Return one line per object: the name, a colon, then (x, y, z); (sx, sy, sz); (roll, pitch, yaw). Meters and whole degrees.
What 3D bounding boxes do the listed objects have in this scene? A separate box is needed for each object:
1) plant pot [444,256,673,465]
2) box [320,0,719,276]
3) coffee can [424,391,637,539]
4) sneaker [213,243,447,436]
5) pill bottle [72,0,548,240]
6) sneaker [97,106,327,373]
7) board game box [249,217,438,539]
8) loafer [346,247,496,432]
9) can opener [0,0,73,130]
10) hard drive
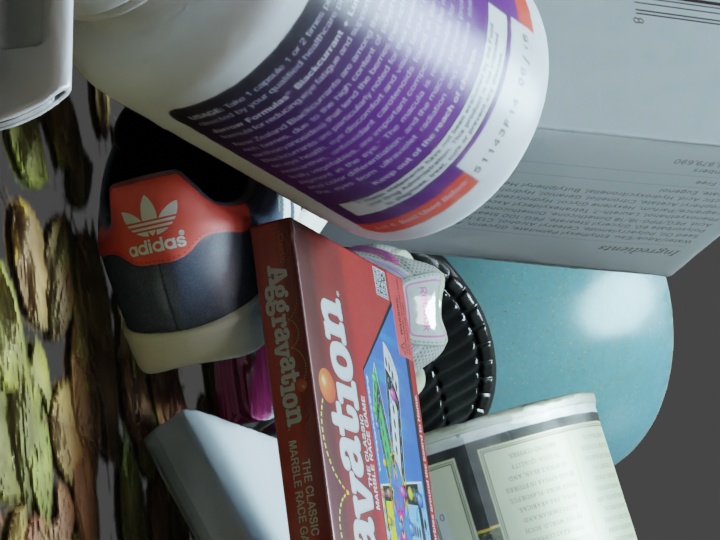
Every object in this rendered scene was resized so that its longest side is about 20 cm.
plant pot: (0.041, 0.032, 1.316); (0.134, 0.199, 0.201); (-20, 109, -44)
box: (0.068, -0.117, 1.117); (0.131, 0.199, 0.200); (135, -46, -55)
coffee can: (0.064, 0.170, 1.122); (0.146, 0.146, 0.201); (34, 39, -80)
sneaker: (-0.014, 0.031, 1.081); (0.200, 0.088, 0.082); (174, -88, -77)
pill bottle: (-0.033, -0.092, 0.856); (0.200, 0.111, 0.112); (29, 53, -49)
sneaker: (-0.057, -0.040, 0.974); (0.200, 0.075, 0.085); (-87, 162, -67)
board game box: (0.002, 0.089, 0.916); (0.103, 0.019, 0.201); (27, 52, -63)
loafer: (0.000, 0.000, 1.196); (0.201, 0.073, 0.071); (63, -12, -26)
can opener: (-0.107, -0.129, 0.728); (0.067, 0.052, 0.201); (69, 18, -61)
hard drive: (-0.006, 0.152, 0.998); (0.201, 0.027, 0.132); (60, 11, 20)
